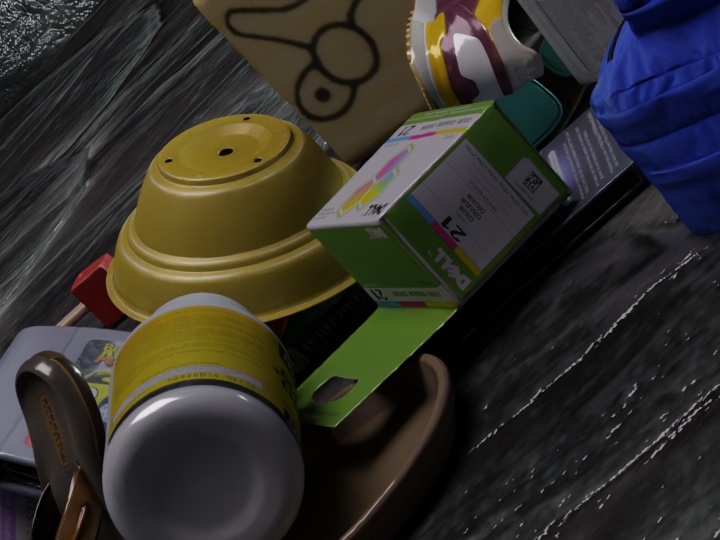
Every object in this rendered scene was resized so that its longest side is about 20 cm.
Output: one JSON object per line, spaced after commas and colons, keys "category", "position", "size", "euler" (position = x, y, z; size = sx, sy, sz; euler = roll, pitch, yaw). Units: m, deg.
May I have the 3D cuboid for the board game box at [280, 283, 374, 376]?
{"category": "board game box", "position": [0.000, 0.000, 1.713], "size": [0.200, 0.023, 0.105], "euler": [-43, 17, 6]}

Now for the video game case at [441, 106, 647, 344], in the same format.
{"category": "video game case", "position": [0.123, -0.049, 1.534], "size": [0.200, 0.019, 0.143], "euler": [-43, 16, 13]}

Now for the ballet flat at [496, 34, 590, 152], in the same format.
{"category": "ballet flat", "position": [0.119, -0.117, 1.670], "size": [0.200, 0.067, 0.062], "euler": [-45, -12, -14]}

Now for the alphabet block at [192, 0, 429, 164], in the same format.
{"category": "alphabet block", "position": [0.023, -0.238, 1.947], "size": [0.200, 0.195, 0.197], "euler": [-32, 18, 36]}

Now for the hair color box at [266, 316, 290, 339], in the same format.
{"category": "hair color box", "position": [-0.088, 0.008, 1.770], "size": [0.101, 0.061, 0.200], "euler": [-36, 18, 30]}

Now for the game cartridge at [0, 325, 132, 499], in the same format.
{"category": "game cartridge", "position": [-0.145, 0.096, 1.583], "size": [0.133, 0.199, 0.041], "euler": [-61, -23, -49]}

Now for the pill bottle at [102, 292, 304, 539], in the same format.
{"category": "pill bottle", "position": [-0.091, 0.084, 1.456], "size": [0.112, 0.112, 0.200], "euler": [-42, 17, 11]}

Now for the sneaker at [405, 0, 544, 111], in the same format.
{"category": "sneaker", "position": [0.080, -0.184, 1.655], "size": [0.090, 0.075, 0.200], "euler": [-12, 49, 14]}

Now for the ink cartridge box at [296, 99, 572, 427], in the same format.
{"category": "ink cartridge box", "position": [0.012, -0.003, 1.506], "size": [0.200, 0.076, 0.148], "euler": [-45, 13, -14]}

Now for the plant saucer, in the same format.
{"category": "plant saucer", "position": [-0.017, 0.129, 1.422], "size": [0.200, 0.029, 0.200], "euler": [-40, 16, 14]}

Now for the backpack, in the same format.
{"category": "backpack", "position": [0.208, -0.124, 1.243], "size": [0.163, 0.168, 0.200], "euler": [-48, 11, -37]}

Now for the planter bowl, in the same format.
{"category": "planter bowl", "position": [-0.081, -0.048, 1.674], "size": [0.200, 0.084, 0.201], "euler": [-10, 29, 5]}

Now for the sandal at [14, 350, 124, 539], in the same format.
{"category": "sandal", "position": [-0.167, 0.145, 1.481], "size": [0.054, 0.201, 0.082], "euler": [-16, -7, -38]}

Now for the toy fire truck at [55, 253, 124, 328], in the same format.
{"category": "toy fire truck", "position": [-0.280, 0.084, 2.161], "size": [0.200, 0.049, 0.141], "euler": [-38, 17, 28]}

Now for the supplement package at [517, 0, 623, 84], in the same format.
{"category": "supplement package", "position": [0.191, -0.225, 1.524], "size": [0.152, 0.151, 0.200], "euler": [-46, 18, -24]}

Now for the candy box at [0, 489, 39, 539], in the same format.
{"category": "candy box", "position": [-0.269, 0.180, 1.673], "size": [0.200, 0.071, 0.168], "euler": [-44, 41, 44]}
